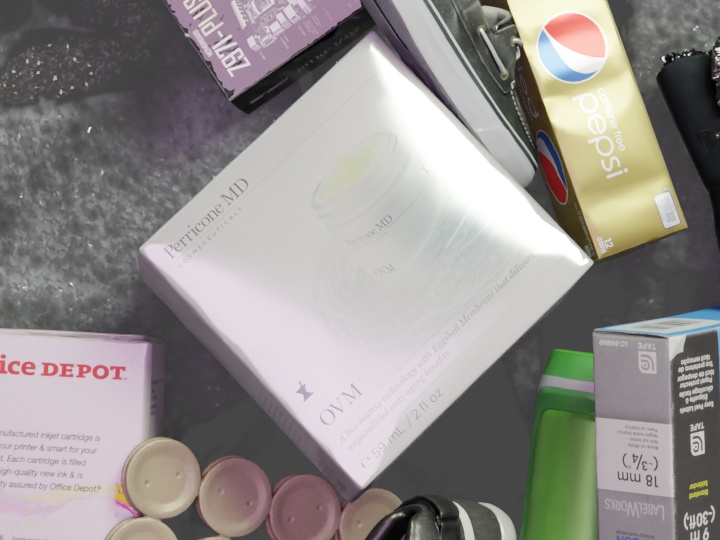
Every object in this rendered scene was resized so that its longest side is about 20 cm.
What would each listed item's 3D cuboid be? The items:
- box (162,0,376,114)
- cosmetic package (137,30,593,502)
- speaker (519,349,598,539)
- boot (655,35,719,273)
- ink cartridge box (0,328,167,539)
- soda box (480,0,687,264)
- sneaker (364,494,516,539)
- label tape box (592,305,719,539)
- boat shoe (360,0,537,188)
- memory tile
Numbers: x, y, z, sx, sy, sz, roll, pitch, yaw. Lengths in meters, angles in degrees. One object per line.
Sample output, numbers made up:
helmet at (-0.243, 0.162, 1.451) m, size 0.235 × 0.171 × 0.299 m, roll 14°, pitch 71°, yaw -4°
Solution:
box at (-0.067, -0.229, 1.444) m, size 0.163 × 0.086 × 0.201 m, roll -35°, pitch 86°, yaw 3°
cosmetic package at (0.000, 0.000, 1.400) m, size 0.199 × 0.123 × 0.200 m, roll -44°, pitch 85°, yaw -9°
speaker at (0.143, 0.154, 1.421) m, size 0.088 × 0.088 × 0.202 m, roll 7°, pitch 90°, yaw 5°
boot at (0.292, -0.088, 1.393) m, size 0.199 × 0.076 × 0.169 m, roll -19°, pitch 74°, yaw 17°
ink cartridge box at (-0.201, 0.138, 1.449) m, size 0.143 × 0.084 × 0.202 m, roll 3°, pitch 89°, yaw 4°
soda box at (0.137, -0.107, 1.430) m, size 0.064 × 0.068 × 0.202 m, roll -18°, pitch 87°, yaw -9°
sneaker at (0.027, 0.238, 1.411) m, size 0.073 × 0.111 × 0.202 m, roll 2°, pitch 80°, yaw 46°
label tape box at (0.206, 0.129, 1.374) m, size 0.063 × 0.144 × 0.202 m, roll 3°, pitch 97°, yaw 42°
boat shoe at (0.067, -0.135, 1.387) m, size 0.071 × 0.072 × 0.200 m, roll -41°, pitch 124°, yaw -9°
memory tile at (-0.071, 0.196, 1.424) m, size 0.199 × 0.017 × 0.155 m, roll 16°, pitch 84°, yaw -24°
